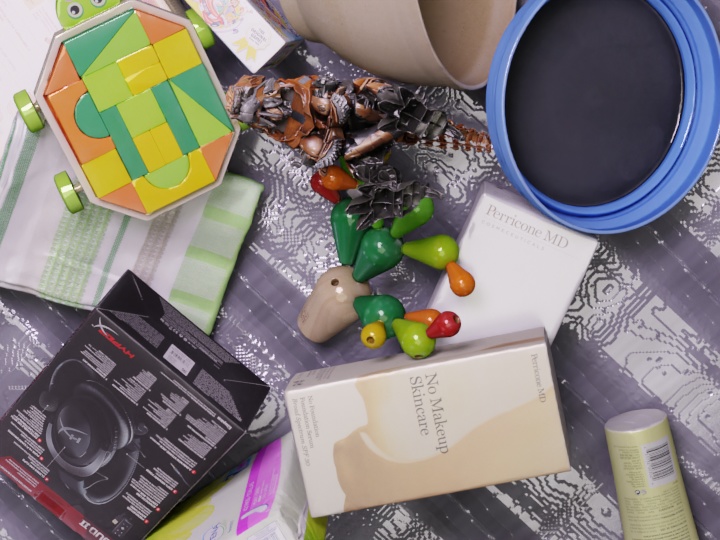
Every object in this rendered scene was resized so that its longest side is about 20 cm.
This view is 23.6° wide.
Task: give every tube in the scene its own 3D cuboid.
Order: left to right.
[{"bbox_3d":[0.239,0.212,1.383,0.058,0.052,0.201,-3,106,47],"label":"tube"}]

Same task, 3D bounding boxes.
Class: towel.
[{"bbox_3d":[-0.191,-0.031,1.345,0.199,0.031,0.150,16,112,-15],"label":"towel"}]

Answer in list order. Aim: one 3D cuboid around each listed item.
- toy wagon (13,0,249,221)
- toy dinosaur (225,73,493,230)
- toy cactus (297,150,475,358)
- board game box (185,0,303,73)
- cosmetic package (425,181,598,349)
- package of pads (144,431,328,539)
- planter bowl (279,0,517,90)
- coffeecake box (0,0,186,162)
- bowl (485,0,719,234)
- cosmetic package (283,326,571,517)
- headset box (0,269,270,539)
[{"bbox_3d":[-0.177,-0.139,1.278,0.155,0.040,0.200,-27,109,-6],"label":"toy wagon"},{"bbox_3d":[0.007,-0.109,1.250,0.199,0.136,0.102,-15,121,-17],"label":"toy dinosaur"},{"bbox_3d":[0.000,0.000,1.327,0.165,0.102,0.200,-49,58,38],"label":"toy cactus"},{"bbox_3d":[-0.128,-0.234,1.293,0.034,0.134,0.200,-42,94,9],"label":"board game box"},{"bbox_3d":[0.100,0.042,1.351,0.101,0.074,0.200,23,101,0],"label":"cosmetic package"},{"bbox_3d":[-0.102,0.213,1.327,0.154,0.200,0.068,-34,100,9],"label":"package of pads"},{"bbox_3d":[0.019,-0.230,1.267,0.134,0.200,0.201,0,100,27],"label":"planter bowl"},{"bbox_3d":[-0.253,-0.194,1.339,0.200,0.073,0.154,-33,97,9],"label":"coffeecake box"},{"bbox_3d":[0.183,-0.130,1.293,0.200,0.039,0.201,-5,103,-25],"label":"bowl"},{"bbox_3d":[0.052,0.113,1.294,0.199,0.071,0.106,-13,96,7],"label":"cosmetic package"},{"bbox_3d":[-0.193,0.124,1.358,0.149,0.077,0.200,40,119,-6],"label":"headset box"}]
